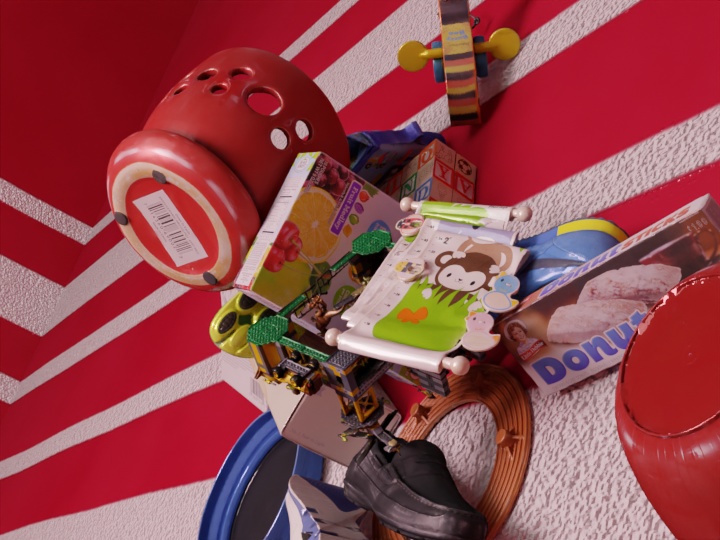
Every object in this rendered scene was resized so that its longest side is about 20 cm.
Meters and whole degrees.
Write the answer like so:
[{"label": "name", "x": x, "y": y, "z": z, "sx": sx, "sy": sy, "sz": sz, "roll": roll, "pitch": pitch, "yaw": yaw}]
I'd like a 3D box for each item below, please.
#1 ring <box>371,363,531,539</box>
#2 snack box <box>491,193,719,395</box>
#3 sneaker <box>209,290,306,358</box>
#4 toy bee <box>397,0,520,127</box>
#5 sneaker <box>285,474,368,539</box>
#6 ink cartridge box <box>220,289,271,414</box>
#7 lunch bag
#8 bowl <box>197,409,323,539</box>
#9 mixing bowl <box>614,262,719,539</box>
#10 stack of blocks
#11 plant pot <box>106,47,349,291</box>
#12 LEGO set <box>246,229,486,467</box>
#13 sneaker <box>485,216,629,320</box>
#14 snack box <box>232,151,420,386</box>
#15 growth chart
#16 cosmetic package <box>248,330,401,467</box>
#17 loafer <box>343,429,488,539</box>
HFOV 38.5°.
[{"label": "ring", "x": 0.068, "y": 0.167, "z": 0.862, "sx": 0.200, "sy": 0.019, "sz": 0.201, "roll": -47, "pitch": 26, "yaw": 31}, {"label": "snack box", "x": 0.183, "y": 0.023, "z": 0.724, "sx": 0.200, "sy": 0.072, "sz": 0.024, "roll": -36, "pitch": 9, "yaw": 45}, {"label": "sneaker", "x": -0.084, "y": 0.032, "z": 1.038, "sx": 0.083, "sy": 0.074, "sz": 0.200, "roll": -25, "pitch": 10, "yaw": 41}, {"label": "toy bee", "x": 0.102, "y": -0.264, "z": 1.168, "sx": 0.130, "sy": 0.109, "sz": 0.201, "roll": -23, "pitch": 50, "yaw": -6}, {"label": "sneaker", "x": -0.037, "y": 0.260, "z": 0.872, "sx": 0.199, "sy": 0.080, "sz": 0.116, "roll": -130, "pitch": 60, "yaw": -72}, {"label": "ink cartridge box", "x": -0.127, "y": 0.065, "z": 1.252, "sx": 0.200, "sy": 0.044, "sz": 0.178, "roll": -163, "pitch": 71, "yaw": -66}, {"label": "lunch bag", "x": -0.003, "y": -0.112, "z": 1.175, "sx": 0.199, "sy": 0.150, "sz": 0.095, "roll": -35, "pitch": 74, "yaw": 34}, {"label": "bowl", "x": -0.107, "y": 0.244, "z": 1.106, "sx": 0.201, "sy": 0.039, "sz": 0.202, "roll": -45, "pitch": 27, "yaw": 30}, {"label": "mixing bowl", "x": 0.214, "y": 0.068, "z": 0.563, "sx": 0.200, "sy": 0.108, "sz": 0.201, "roll": -45, "pitch": 27, "yaw": 30}, {"label": "stack of blocks", "x": 0.037, "y": -0.035, "z": 1.118, "sx": 0.200, "sy": 0.058, "sz": 0.116, "roll": -39, "pitch": 30, "yaw": 40}, {"label": "plant pot", "x": -0.134, "y": -0.093, "z": 1.025, "sx": 0.200, "sy": 0.201, "sz": 0.183, "roll": -34, "pitch": 13, "yaw": 45}, {"label": "LEGO set", "x": 0.011, "y": 0.068, "z": 0.867, "sx": 0.153, "sy": 0.117, "sz": 0.200, "roll": 11, "pitch": 42, "yaw": 36}, {"label": "sneaker", "x": 0.130, "y": 0.021, "z": 0.836, "sx": 0.199, "sy": 0.066, "sz": 0.079, "roll": -25, "pitch": 30, "yaw": 51}, {"label": "snack box", "x": 0.000, "y": 0.000, "z": 0.966, "sx": 0.143, "sy": 0.199, "sz": 0.053, "roll": -63, "pitch": 26, "yaw": -9}, {"label": "growth chart", "x": 0.061, "y": 0.006, "z": 0.808, "sx": 0.143, "sy": 0.018, "sz": 0.201, "roll": 2, "pitch": 40, "yaw": 29}, {"label": "cosmetic package", "x": -0.043, "y": 0.114, "z": 1.049, "sx": 0.073, "sy": 0.103, "sz": 0.200, "roll": -57, "pitch": 21, "yaw": 8}, {"label": "loafer", "x": 0.041, "y": 0.167, "z": 0.805, "sx": 0.200, "sy": 0.068, "sz": 0.071, "roll": 6, "pitch": 75, "yaw": 69}]
